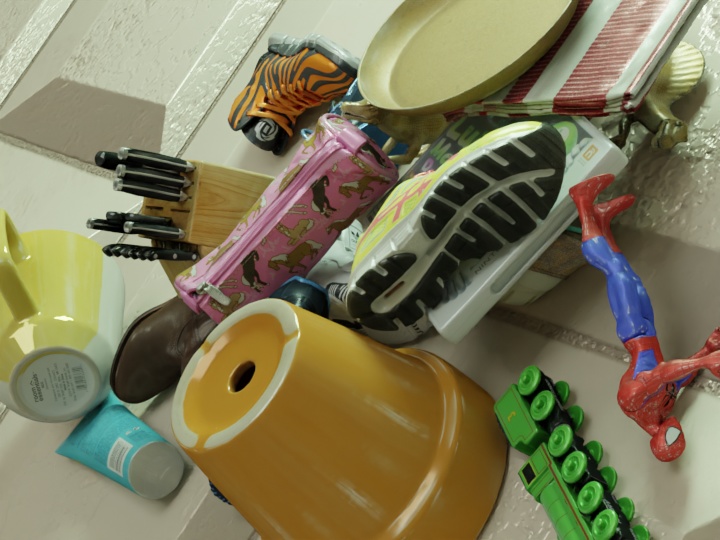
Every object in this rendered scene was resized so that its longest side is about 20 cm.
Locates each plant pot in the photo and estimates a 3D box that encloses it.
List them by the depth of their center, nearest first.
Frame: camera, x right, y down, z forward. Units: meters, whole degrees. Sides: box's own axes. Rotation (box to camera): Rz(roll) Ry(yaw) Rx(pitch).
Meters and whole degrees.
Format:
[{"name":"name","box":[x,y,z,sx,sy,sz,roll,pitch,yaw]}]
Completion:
[{"name":"plant pot","box":[-0.029,0.120,1.366,0.200,0.183,0.200,-32,37,28]},{"name":"plant pot","box":[0.089,-0.185,1.473,0.200,0.027,0.200,-26,32,18]}]

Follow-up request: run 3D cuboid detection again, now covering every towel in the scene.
[{"name":"towel","box":[0.161,-0.168,1.423,0.200,0.023,0.144,3,50,48]}]

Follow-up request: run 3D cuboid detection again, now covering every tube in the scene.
[{"name":"tube","box":[-0.218,0.155,1.702,0.077,0.050,0.200,-45,25,-13]}]

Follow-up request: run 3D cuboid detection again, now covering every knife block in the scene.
[{"name":"knife block","box":[-0.137,-0.068,1.597,0.064,0.176,0.200,8,43,39]}]

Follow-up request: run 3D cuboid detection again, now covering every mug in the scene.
[{"name":"mug","box":[-0.302,0.055,1.763,0.149,0.187,0.153,-50,29,19]}]

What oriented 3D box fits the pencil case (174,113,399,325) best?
[{"name":"pencil case","box":[-0.058,-0.034,1.514,0.200,0.083,0.087,-47,21,13]}]

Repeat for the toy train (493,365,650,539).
[{"name":"toy train","box":[0.137,0.137,1.280,0.056,0.042,0.200,-51,31,19]}]

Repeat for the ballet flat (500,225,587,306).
[{"name":"ballet flat","box":[0.111,-0.009,1.447,0.200,0.068,0.067,15,90,60]}]

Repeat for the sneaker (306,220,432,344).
[{"name":"sneaker","box":[0.000,0.000,1.551,0.200,0.075,0.115,-16,49,48]}]

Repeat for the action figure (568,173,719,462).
[{"name":"action figure","box":[0.205,0.026,1.262,0.099,0.065,0.200,-19,63,24]}]

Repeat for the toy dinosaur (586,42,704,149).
[{"name":"toy dinosaur","box":[0.215,-0.157,1.464,0.101,0.058,0.200,-13,54,23]}]

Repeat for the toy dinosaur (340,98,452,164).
[{"name":"toy dinosaur","box":[0.068,-0.121,1.582,0.058,0.200,0.101,46,135,30]}]

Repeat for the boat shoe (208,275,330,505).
[{"name":"boat shoe","box":[-0.084,0.099,1.491,0.069,0.084,0.200,-64,-12,-69]}]

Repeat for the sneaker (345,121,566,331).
[{"name":"sneaker","box":[0.061,-0.048,1.360,0.200,0.078,0.090,-38,30,23]}]

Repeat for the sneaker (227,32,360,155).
[{"name":"sneaker","box":[-0.057,-0.160,1.798,0.112,0.078,0.200,-60,22,-6]}]

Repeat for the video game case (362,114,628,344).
[{"name":"video game case","box":[0.094,-0.058,1.423,0.182,0.023,0.200,-47,29,8]}]

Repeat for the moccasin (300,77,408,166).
[{"name":"moccasin","box":[0.002,-0.121,1.678,0.068,0.080,0.200,15,56,41]}]

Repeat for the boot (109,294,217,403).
[{"name":"boot","box":[-0.151,0.099,1.630,0.186,0.064,0.200,-51,28,22]}]
